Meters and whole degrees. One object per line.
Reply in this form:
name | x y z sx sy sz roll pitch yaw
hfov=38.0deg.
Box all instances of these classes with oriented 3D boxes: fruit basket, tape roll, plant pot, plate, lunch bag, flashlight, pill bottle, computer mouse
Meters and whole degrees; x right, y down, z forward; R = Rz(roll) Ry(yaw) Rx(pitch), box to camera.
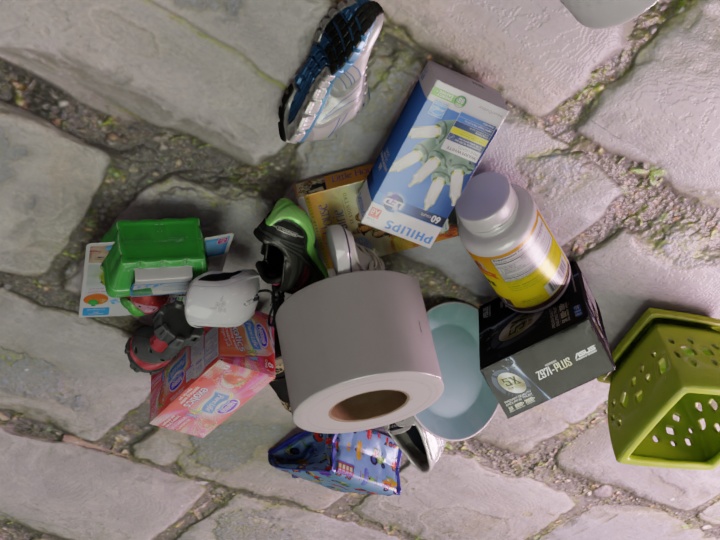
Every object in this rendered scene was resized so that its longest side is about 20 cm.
fruit basket | -0.265 0.015 1.342 0.182 0.095 0.201 -3 147 -21
tape roll | -0.002 0.109 1.340 0.199 0.141 0.204 -10 154 -5
plant pot | 0.496 0.176 1.623 0.196 0.184 0.201 9 134 -21
plate | 0.133 0.147 1.531 0.198 0.204 0.025 21 164 -32
lunch bag | -0.049 0.322 1.716 0.149 0.096 0.198 26 147 -33
flashlight | -0.265 0.087 1.383 0.067 0.069 0.200 -15 169 -25
pill bottle | 0.198 -0.038 1.379 0.108 0.110 0.200 -25 136 15
computer mouse | -0.148 0.037 1.335 0.199 0.043 0.112 -13 114 -58

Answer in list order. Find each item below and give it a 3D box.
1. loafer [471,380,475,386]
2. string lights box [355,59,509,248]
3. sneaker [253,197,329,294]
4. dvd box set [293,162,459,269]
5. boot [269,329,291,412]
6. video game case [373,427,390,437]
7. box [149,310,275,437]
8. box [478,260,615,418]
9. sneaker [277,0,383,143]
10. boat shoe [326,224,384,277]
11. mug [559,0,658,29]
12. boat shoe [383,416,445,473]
loafer | 0.083 0.161 1.592 0.196 0.073 0.073 -13 139 2
string lights box | 0.083 -0.136 1.253 0.101 0.059 0.202 18 119 -20
sneaker | -0.093 -0.006 1.335 0.083 0.077 0.202 -36 138 -17
dvd box set | 0.024 -0.078 1.356 0.196 0.030 0.148 -14 138 1
boot | -0.058 0.139 1.536 0.196 0.074 0.152 -17 137 8
video game case | 0.059 0.231 1.640 0.197 0.019 0.143 -8 148 29
box | -0.209 0.141 1.465 0.094 0.104 0.200 21 135 -31
box | 0.253 0.091 1.453 0.162 0.201 0.087 -27 108 17
sneaker | -0.017 -0.221 1.176 0.085 0.076 0.200 5 141 -33
boat shoe | 0.000 0.000 1.357 0.065 0.073 0.201 -17 145 -1
mug | 0.237 -0.373 1.024 0.175 0.147 0.201 37 89 -32
boat shoe | 0.062 0.210 1.523 0.073 0.066 0.201 -21 115 36
